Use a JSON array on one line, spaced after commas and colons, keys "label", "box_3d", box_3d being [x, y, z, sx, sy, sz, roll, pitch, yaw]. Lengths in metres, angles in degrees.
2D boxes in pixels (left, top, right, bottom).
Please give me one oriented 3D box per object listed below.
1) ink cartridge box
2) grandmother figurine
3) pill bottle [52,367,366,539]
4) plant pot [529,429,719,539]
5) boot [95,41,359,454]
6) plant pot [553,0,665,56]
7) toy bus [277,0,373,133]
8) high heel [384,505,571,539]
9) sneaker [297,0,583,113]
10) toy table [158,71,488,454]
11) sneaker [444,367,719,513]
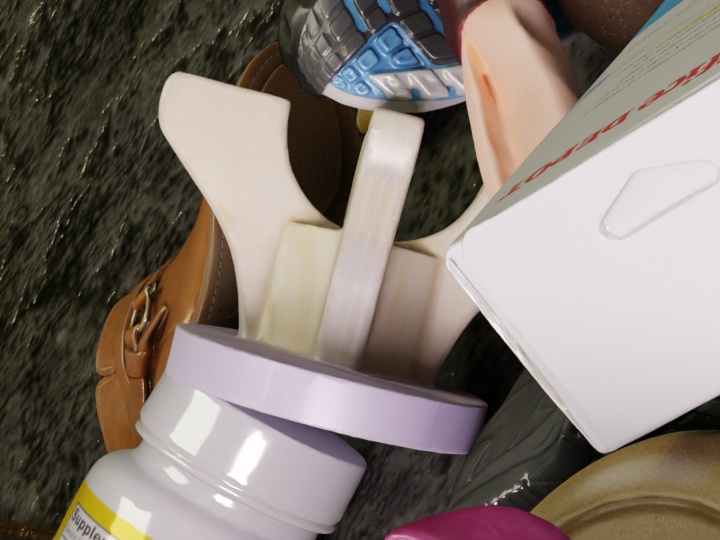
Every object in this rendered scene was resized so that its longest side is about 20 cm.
[{"label": "ink cartridge box", "box_3d": [0.134, -0.048, 0.849, 0.144, 0.085, 0.200, -33, 8, 38]}, {"label": "grandmother figurine", "box_3d": [0.050, -0.082, 0.989, 0.122, 0.060, 0.201, 89, 163, -48]}, {"label": "pill bottle", "box_3d": [-0.084, 0.147, 1.167, 0.201, 0.114, 0.114, -62, 25, 3]}, {"label": "plant pot", "box_3d": [0.090, 0.146, 0.825, 0.199, 0.027, 0.201, -12, 72, 42]}, {"label": "boot", "box_3d": [-0.068, 0.001, 1.323, 0.155, 0.076, 0.201, -22, 63, 59]}, {"label": "plant pot", "box_3d": [0.142, -0.172, 0.984, 0.187, 0.186, 0.201, -99, 26, -51]}, {"label": "toy bus", "box_3d": [0.030, -0.189, 1.241, 0.191, 0.201, 0.136, -21, 32, 9]}, {"label": "high heel", "box_3d": [0.082, 0.139, 0.747, 0.067, 0.096, 0.200, -51, 50, 24]}, {"label": "sneaker", "box_3d": [0.054, -0.104, 1.114, 0.075, 0.199, 0.087, 61, 150, 8]}, {"label": "toy table", "box_3d": [0.000, 0.000, 1.093, 0.200, 0.183, 0.118, -167, 91, -77]}, {"label": "sneaker", "box_3d": [0.092, 0.045, 0.977, 0.200, 0.076, 0.091, -38, 28, 39]}]
